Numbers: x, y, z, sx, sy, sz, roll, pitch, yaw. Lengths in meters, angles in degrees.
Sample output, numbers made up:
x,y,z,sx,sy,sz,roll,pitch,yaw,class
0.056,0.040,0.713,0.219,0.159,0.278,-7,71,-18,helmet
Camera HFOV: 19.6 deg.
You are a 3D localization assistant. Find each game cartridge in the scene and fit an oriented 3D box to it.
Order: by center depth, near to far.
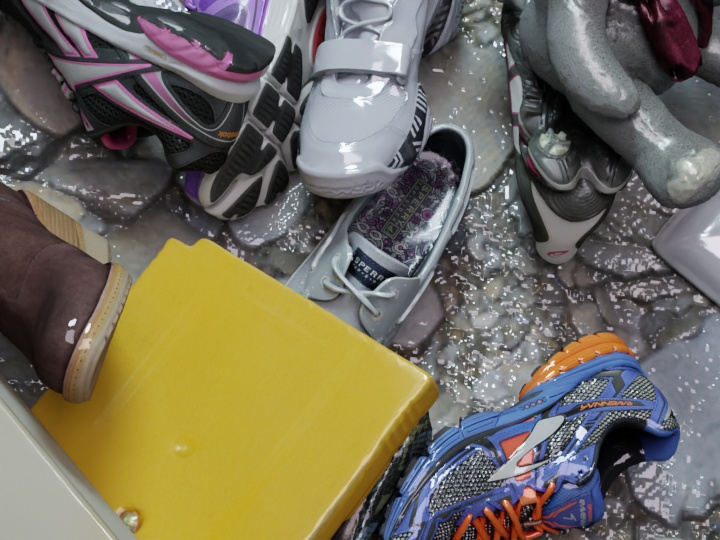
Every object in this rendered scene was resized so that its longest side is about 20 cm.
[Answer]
x,y,z,sx,sy,sz,roll,pitch,yaw,class
-0.085,0.095,1.066,0.176,0.032,0.200,31,73,26,game cartridge

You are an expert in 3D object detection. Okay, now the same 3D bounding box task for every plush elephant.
x,y,z,sx,sy,sz,roll,pitch,yaw,class
0.154,-0.166,1.091,0.200,0.155,0.165,36,46,12,plush elephant

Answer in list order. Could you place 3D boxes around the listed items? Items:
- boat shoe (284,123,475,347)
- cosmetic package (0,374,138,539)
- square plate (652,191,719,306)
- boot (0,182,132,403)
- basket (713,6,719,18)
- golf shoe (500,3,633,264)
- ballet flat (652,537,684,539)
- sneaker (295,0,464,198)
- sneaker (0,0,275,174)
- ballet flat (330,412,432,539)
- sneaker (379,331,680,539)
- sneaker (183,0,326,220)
x,y,z,sx,sy,sz,roll,pitch,yaw,class
0.001,0.000,1.132,0.070,0.072,0.201,31,69,3,boat shoe
-0.193,0.115,1.022,0.104,0.073,0.200,-44,65,-4,cosmetic package
0.304,-0.021,1.211,0.200,0.028,0.198,40,70,6,square plate
-0.205,-0.003,1.044,0.166,0.200,0.072,19,103,-15,boot
0.306,-0.215,1.207,0.200,0.123,0.136,7,70,-20,basket
0.111,-0.097,1.186,0.077,0.088,0.200,9,47,-3,golf shoe
0.090,0.177,1.088,0.200,0.064,0.067,-12,73,-12,ballet flat
0.000,-0.138,1.132,0.075,0.115,0.200,1,46,21,sneaker
-0.140,-0.112,1.128,0.200,0.086,0.080,31,23,37,sneaker
-0.022,0.138,1.081,0.074,0.074,0.200,35,77,4,ballet flat
0.089,0.109,1.091,0.200,0.075,0.078,-37,56,-21,sneaker
-0.066,-0.123,1.177,0.083,0.081,0.200,6,70,22,sneaker
